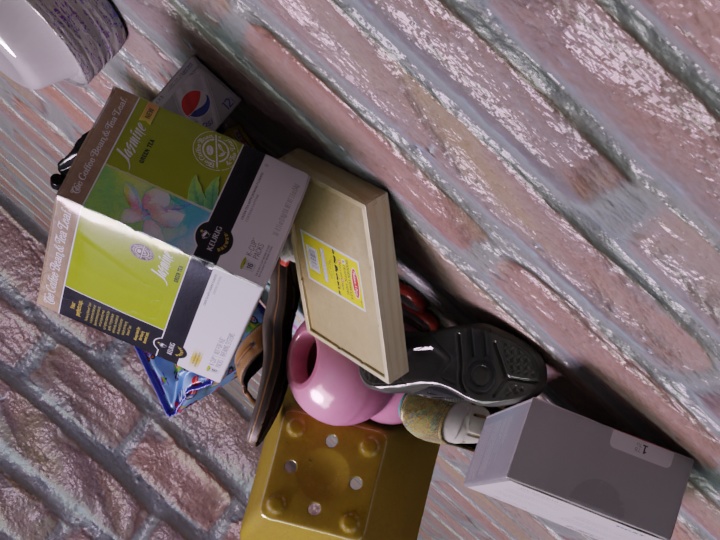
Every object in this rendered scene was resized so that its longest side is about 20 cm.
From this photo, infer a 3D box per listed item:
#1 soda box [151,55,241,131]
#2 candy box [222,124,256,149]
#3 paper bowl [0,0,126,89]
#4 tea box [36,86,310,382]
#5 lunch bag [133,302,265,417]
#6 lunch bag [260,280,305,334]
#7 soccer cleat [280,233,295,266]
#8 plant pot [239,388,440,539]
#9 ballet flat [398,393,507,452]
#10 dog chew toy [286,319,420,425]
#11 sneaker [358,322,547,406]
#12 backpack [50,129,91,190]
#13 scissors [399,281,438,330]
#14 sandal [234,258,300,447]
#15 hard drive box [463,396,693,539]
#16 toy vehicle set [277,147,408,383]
[{"bbox_3d":[-0.173,-0.144,1.439,0.063,0.068,0.200,41,168,-8],"label":"soda box"},{"bbox_3d":[-0.157,-0.049,1.487,0.200,0.026,0.103,-38,82,36],"label":"candy box"},{"bbox_3d":[-0.335,-0.259,1.454,0.200,0.105,0.201,40,169,10],"label":"paper bowl"},{"bbox_3d":[-0.174,-0.027,1.349,0.195,0.134,0.200,23,147,-5],"label":"tea box"},{"bbox_3d":[-0.200,0.037,1.663,0.094,0.150,0.201,-38,85,35],"label":"lunch bag"},{"bbox_3d":[-0.053,0.032,1.669,0.160,0.077,0.200,36,167,28],"label":"lunch bag"},{"bbox_3d":[-0.067,-0.046,1.482,0.199,0.078,0.069,16,-166,32],"label":"soccer cleat"},{"bbox_3d":[-0.028,0.232,1.623,0.192,0.197,0.200,13,167,8],"label":"plant pot"},{"bbox_3d":[0.120,0.159,1.537,0.070,0.071,0.199,29,-176,41],"label":"ballet flat"},{"bbox_3d":[0.023,0.106,1.545,0.198,0.126,0.124,13,-176,-32],"label":"dog chew toy"},{"bbox_3d":[0.107,0.090,1.419,0.198,0.077,0.114,-3,176,39],"label":"sneaker"},{"bbox_3d":[-0.215,-0.070,1.613,0.200,0.127,0.166,49,-146,17],"label":"backpack"},{"bbox_3d":[0.000,0.000,1.544,0.199,0.014,0.073,33,167,26],"label":"scissors"},{"bbox_3d":[-0.102,0.080,1.535,0.054,0.202,0.082,6,179,10],"label":"sandal"},{"bbox_3d":[0.194,0.187,1.361,0.155,0.077,0.200,22,169,-4],"label":"hard drive box"},{"bbox_3d":[-0.015,-0.003,1.365,0.124,0.026,0.202,30,140,41],"label":"toy vehicle set"}]
